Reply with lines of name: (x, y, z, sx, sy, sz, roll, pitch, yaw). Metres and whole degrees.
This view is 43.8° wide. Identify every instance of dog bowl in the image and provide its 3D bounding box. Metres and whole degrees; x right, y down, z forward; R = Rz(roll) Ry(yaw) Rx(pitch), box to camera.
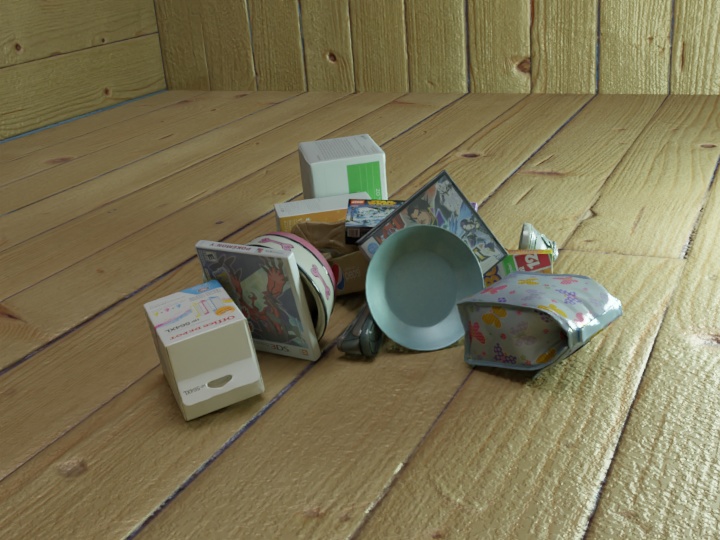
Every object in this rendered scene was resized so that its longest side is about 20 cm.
dog bowl: (-0.125, 0.026, 1.450, 0.197, 0.203, 0.074, 8, 38, 29)

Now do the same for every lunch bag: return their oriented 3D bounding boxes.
lunch bag: (0.273, 0.080, 1.353, 0.197, 0.130, 0.168, 0, 17, 41)

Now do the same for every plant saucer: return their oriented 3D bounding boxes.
plant saucer: (0.102, 0.029, 1.458, 0.197, 0.205, 0.039, -8, -5, -9)

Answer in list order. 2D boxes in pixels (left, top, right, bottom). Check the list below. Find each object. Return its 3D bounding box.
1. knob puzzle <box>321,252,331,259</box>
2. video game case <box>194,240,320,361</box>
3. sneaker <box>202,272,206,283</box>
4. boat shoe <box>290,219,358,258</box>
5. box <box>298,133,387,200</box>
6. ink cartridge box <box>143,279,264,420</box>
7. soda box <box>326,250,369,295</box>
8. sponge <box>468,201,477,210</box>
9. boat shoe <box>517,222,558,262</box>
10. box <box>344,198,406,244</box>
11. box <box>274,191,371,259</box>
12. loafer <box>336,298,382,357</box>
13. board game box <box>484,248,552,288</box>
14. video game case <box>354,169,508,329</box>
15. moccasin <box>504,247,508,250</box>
knob puzzle: (-0.157, 0.026, 1.668, 0.217, 0.031, 0.220, -26, 8, 4)
video game case: (-0.163, 0.049, 1.424, 0.179, 0.203, 0.023, 7, 37, 29)
sneaker: (-0.258, 0.010, 1.683, 0.129, 0.081, 0.199, -14, 3, 30)
boat shoe: (-0.035, -0.058, 1.734, 0.196, 0.072, 0.069, 7, -14, 10)
box: (-0.037, -0.173, 1.961, 0.168, 0.203, 0.200, -8, 21, -7)
ink cartridge box: (-0.233, 0.119, 1.344, 0.127, 0.127, 0.200, -19, 24, -18)
soda box: (0.000, 0.000, 1.597, 0.063, 0.069, 0.199, -15, 0, -26)
sponge: (0.134, -0.022, 1.542, 0.109, 0.204, 0.030, 8, -7, 10)
boat shoe: (0.327, -0.040, 1.641, 0.070, 0.072, 0.201, 10, -7, 15)
box: (0.071, -0.088, 1.641, 0.196, 0.041, 0.137, 2, 26, 2)
box: (-0.069, -0.076, 1.827, 0.196, 0.127, 0.098, -9, 21, -9)
loafer: (0.014, 0.078, 1.495, 0.062, 0.073, 0.200, -4, 22, 19)
board game box: (0.236, 0.013, 1.568, 0.196, 0.097, 0.030, 0, 21, 12)
video game case: (0.120, -0.036, 1.499, 0.199, 0.182, 0.025, -39, 1, -10)
moccasin: (0.225, -0.036, 1.744, 0.077, 0.075, 0.200, -28, 20, -30)
